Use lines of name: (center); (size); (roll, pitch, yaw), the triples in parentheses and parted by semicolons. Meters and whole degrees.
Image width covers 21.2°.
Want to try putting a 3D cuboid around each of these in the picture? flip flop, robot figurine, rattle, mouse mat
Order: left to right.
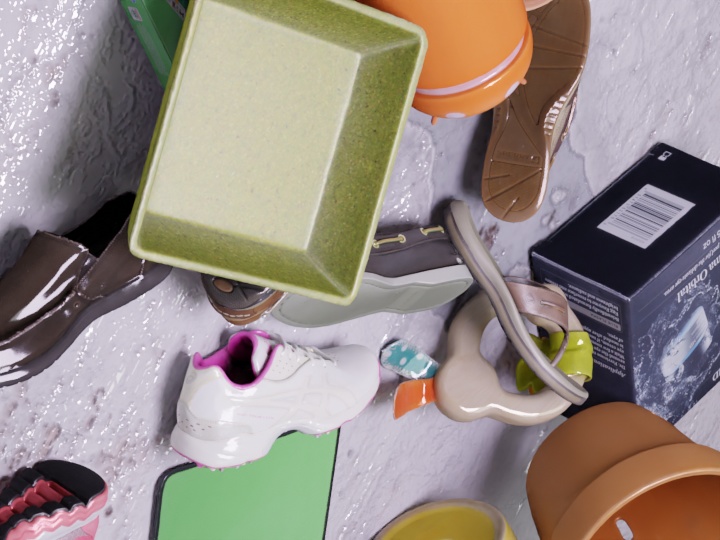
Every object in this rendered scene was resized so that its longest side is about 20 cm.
mouse mat: (-0.094, 0.207, 1.545); (0.200, 0.008, 0.162); (-16, 123, -45)
robot figurine: (0.060, -0.194, 1.394); (0.144, 0.116, 0.200); (-56, 141, -30)
rattle: (0.092, 0.091, 1.676); (0.199, 0.143, 0.131); (-25, 98, -20)
flip flop: (0.136, 0.024, 1.582); (0.057, 0.081, 0.200); (-31, 94, 2)

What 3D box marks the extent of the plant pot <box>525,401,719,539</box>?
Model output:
plant pot: (0.234, 0.209, 1.678); (0.199, 0.140, 0.201); (-14, 129, -18)

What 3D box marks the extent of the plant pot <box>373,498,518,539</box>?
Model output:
plant pot: (0.093, 0.314, 1.687); (0.201, 0.200, 0.190); (-36, 121, -31)

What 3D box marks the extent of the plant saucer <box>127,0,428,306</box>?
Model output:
plant saucer: (-0.063, -0.093, 1.282); (0.199, 0.048, 0.201); (14, 93, -42)

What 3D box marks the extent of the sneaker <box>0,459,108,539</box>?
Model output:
sneaker: (-0.252, 0.203, 1.302); (0.200, 0.074, 0.087); (-19, 126, -42)

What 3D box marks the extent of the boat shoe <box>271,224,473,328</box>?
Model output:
boat shoe: (0.000, 0.000, 1.493); (0.201, 0.061, 0.072); (-4, 153, -45)

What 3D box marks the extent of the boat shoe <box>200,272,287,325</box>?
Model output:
boat shoe: (-0.051, -0.045, 1.402); (0.200, 0.075, 0.074); (-53, 164, -23)

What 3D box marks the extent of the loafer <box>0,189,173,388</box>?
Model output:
loafer: (-0.208, 0.007, 1.250); (0.200, 0.073, 0.072); (-39, 131, -40)

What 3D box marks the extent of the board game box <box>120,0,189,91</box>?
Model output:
board game box: (-0.074, -0.149, 1.310); (0.135, 0.029, 0.200); (-42, 127, -25)

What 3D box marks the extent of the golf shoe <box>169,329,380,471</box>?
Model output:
golf shoe: (-0.057, 0.082, 1.462); (0.200, 0.075, 0.092); (-22, 123, -42)

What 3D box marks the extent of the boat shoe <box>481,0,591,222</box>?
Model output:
boat shoe: (0.145, -0.139, 1.584); (0.072, 0.072, 0.201); (-12, 113, -81)

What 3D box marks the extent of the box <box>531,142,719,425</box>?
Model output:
box: (0.269, 0.026, 1.773); (0.197, 0.117, 0.201); (-38, 137, -29)

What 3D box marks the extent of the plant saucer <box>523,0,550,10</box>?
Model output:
plant saucer: (0.131, -0.301, 1.484); (0.200, 0.037, 0.201); (-27, 129, -39)
